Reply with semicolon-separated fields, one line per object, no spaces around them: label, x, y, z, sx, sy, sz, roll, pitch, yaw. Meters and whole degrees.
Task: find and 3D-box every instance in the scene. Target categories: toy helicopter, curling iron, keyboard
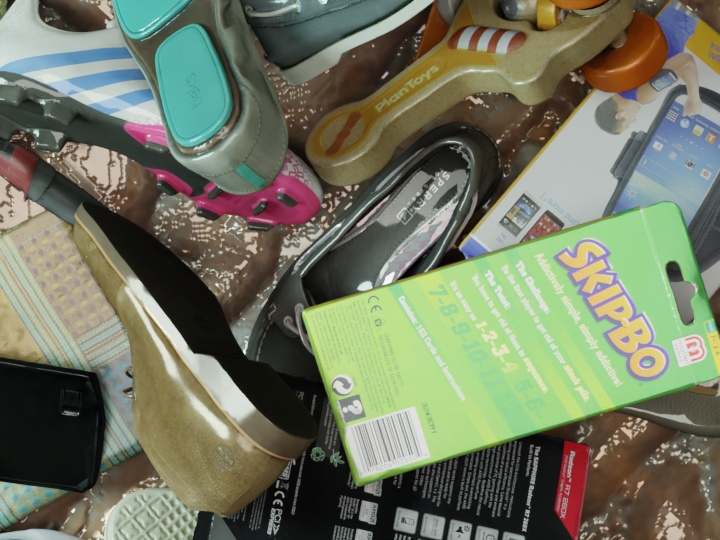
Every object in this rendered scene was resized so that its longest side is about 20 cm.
toy helicopter;0.052;-0.116;1.325;0.200;0.132;0.079;-36;132;-4
curling iron;-0.184;-0.044;1.360;0.200;0.026;0.050;28;72;-22
keyboard;-0.235;0.057;1.376;0.200;0.040;0.104;9;116;0

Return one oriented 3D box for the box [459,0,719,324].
box;0.146;-0.033;1.335;0.119;0.041;0.200;40;74;1

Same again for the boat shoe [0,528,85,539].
boat shoe;-0.221;0.180;1.367;0.200;0.065;0.074;4;109;-9

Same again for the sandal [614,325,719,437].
sandal;0.121;0.046;1.363;0.200;0.055;0.082;17;94;7

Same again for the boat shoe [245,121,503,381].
boat shoe;0.000;0.000;1.359;0.067;0.057;0.200;41;99;7

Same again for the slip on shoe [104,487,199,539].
slip on shoe;-0.043;0.160;1.380;0.200;0.061;0.074;10;67;-11

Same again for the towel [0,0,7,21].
towel;-0.268;-0.111;1.377;0.148;0.036;0.200;10;94;1

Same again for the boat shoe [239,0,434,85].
boat shoe;0.006;-0.159;1.298;0.062;0.200;0.073;47;50;-12

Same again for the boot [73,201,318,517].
boot;-0.105;0.044;1.305;0.075;0.074;0.200;-51;54;18

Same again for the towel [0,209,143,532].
towel;-0.217;0.071;1.396;0.200;0.022;0.147;-29;93;3

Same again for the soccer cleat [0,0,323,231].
soccer cleat;-0.106;-0.091;1.358;0.200;0.070;0.086;21;63;-11

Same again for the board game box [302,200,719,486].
board game box;0.079;0.036;1.290;0.200;0.030;0.096;-17;92;10

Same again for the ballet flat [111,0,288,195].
ballet flat;-0.085;-0.117;1.323;0.067;0.064;0.200;-33;49;17

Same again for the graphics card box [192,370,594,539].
graphics card box;0.015;0.133;1.340;0.200;0.051;0.126;13;76;-14
